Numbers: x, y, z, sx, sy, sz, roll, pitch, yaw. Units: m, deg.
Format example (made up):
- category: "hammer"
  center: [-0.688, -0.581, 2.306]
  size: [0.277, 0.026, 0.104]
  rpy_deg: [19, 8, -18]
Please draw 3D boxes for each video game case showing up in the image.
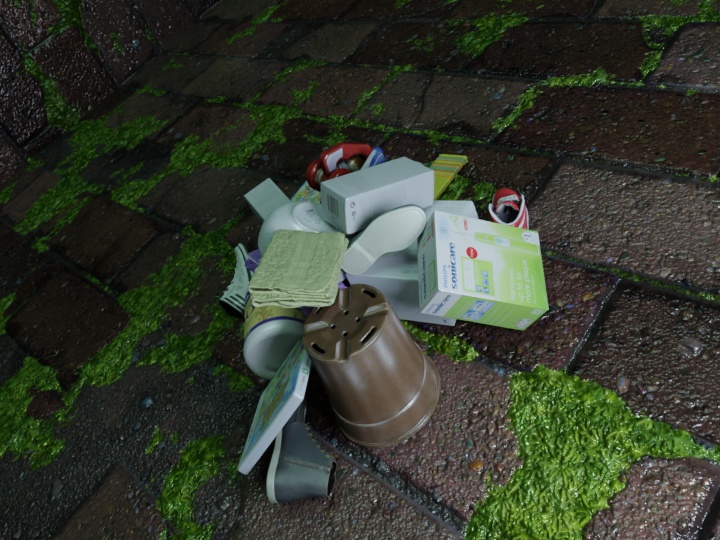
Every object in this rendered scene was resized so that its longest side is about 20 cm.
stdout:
- category: "video game case"
  center: [-0.136, 0.212, 1.103]
  size: [0.202, 0.022, 0.184]
  rpy_deg: [-54, 14, 28]
- category: "video game case"
  center: [-0.075, -0.190, 1.605]
  size: [0.196, 0.018, 0.144]
  rpy_deg: [13, 55, 39]

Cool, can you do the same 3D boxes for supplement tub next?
- category: "supplement tub"
  center: [-0.153, 0.091, 1.259]
  size: [0.142, 0.147, 0.203]
  rpy_deg: [-21, 40, 9]

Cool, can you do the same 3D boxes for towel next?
- category: "towel"
  center: [0.157, -0.187, 1.464]
  size: [0.085, 0.018, 0.201]
  rpy_deg: [13, 57, 46]
- category: "towel"
  center: [-0.099, -0.005, 1.089]
  size: [0.143, 0.037, 0.202]
  rpy_deg: [4, 36, 5]

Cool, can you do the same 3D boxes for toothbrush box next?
- category: "toothbrush box"
  center: [0.197, 0.002, 1.080]
  size: [0.194, 0.087, 0.150]
  rpy_deg: [10, 59, -14]

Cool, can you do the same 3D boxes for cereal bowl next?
- category: "cereal bowl"
  center: [-0.093, -0.068, 1.245]
  size: [0.194, 0.085, 0.203]
  rpy_deg: [13, 38, -10]

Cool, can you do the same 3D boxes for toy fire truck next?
- category: "toy fire truck"
  center: [-0.012, -0.181, 1.397]
  size: [0.166, 0.204, 0.111]
  rpy_deg: [-33, 35, -23]

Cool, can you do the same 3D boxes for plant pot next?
- category: "plant pot"
  center: [0.010, 0.145, 1.063]
  size: [0.195, 0.201, 0.204]
  rpy_deg: [-16, 42, 15]

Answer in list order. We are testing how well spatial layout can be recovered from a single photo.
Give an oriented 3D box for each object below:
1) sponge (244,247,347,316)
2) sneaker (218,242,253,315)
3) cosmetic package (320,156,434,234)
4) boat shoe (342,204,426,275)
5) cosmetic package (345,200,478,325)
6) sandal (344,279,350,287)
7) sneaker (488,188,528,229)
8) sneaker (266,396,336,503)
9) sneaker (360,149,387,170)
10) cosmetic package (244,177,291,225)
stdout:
- category: "sponge"
  center: [-0.111, 0.018, 1.225]
  size: [0.198, 0.030, 0.111]
  rpy_deg: [37, 37, 19]
- category: "sneaker"
  center: [-0.277, 0.022, 1.461]
  size: [0.113, 0.077, 0.202]
  rpy_deg: [-30, 42, -4]
- category: "cosmetic package"
  center: [0.032, -0.141, 1.208]
  size: [0.195, 0.076, 0.101]
  rpy_deg: [-19, 33, -26]
- category: "boat shoe"
  center: [0.039, -0.065, 1.141]
  size: [0.198, 0.073, 0.062]
  rpy_deg: [-35, 20, 37]
- category: "cosmetic package"
  center: [0.108, -0.021, 1.237]
  size: [0.195, 0.124, 0.203]
  rpy_deg: [4, 51, 34]
- category: "sandal"
  center: [0.000, 0.000, 1.315]
  size: [0.042, 0.077, 0.203]
  rpy_deg: [8, 53, 34]
- category: "sneaker"
  center: [0.279, -0.119, 1.240]
  size: [0.069, 0.114, 0.203]
  rpy_deg: [-16, 41, 14]
- category: "sneaker"
  center: [-0.085, 0.291, 1.084]
  size: [0.103, 0.076, 0.203]
  rpy_deg: [-2, 42, 8]
- category: "sneaker"
  center: [0.078, -0.155, 1.346]
  size: [0.112, 0.201, 0.082]
  rpy_deg: [14, 59, 28]
- category: "cosmetic package"
  center: [-0.187, -0.118, 1.526]
  size: [0.080, 0.114, 0.200]
  rpy_deg: [-36, 41, -9]
